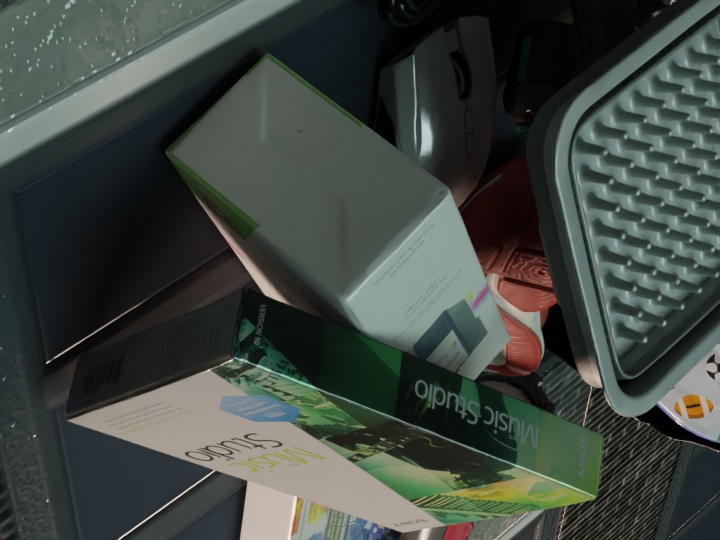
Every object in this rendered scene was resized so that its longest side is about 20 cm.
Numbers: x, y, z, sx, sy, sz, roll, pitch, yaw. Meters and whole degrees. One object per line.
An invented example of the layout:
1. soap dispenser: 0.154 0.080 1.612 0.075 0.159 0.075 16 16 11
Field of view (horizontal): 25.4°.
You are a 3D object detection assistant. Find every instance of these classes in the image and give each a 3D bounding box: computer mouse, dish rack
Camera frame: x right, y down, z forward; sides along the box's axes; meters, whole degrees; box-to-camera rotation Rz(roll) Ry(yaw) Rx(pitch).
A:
1. computer mouse: 0.045 -0.088 0.785 0.110 0.044 0.200 -32 146 -33
2. dish rack: 0.151 -0.047 0.761 0.200 0.043 0.172 -38 126 -32

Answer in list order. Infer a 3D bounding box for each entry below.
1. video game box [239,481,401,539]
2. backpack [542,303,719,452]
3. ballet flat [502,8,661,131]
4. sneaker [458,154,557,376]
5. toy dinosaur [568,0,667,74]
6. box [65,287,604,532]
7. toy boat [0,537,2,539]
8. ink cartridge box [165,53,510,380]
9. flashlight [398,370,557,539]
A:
1. video game box: 0.009 0.117 0.972 0.182 0.047 0.200 -31 146 -36
2. backpack: 0.216 0.006 0.969 0.200 0.191 0.154 -20 158 -42
3. ballet flat: 0.143 -0.114 0.873 0.200 0.073 0.073 -9 131 -51
4. sneaker: 0.082 -0.033 0.850 0.200 0.078 0.116 105 -2 -62
5. toy dinosaur: 0.132 -0.107 0.785 0.088 0.047 0.201 -22 113 -47
6. box: -0.011 0.070 0.719 0.200 0.144 0.036 22 64 -31
7. toy boat: -0.201 0.208 0.682 0.130 0.131 0.200 -11 132 -50
8. ink cartridge box: 0.000 0.000 0.746 0.067 0.117 0.200 -46 153 -9
9. flashlight: 0.061 0.146 0.965 0.068 0.068 0.200 -29 143 -41
